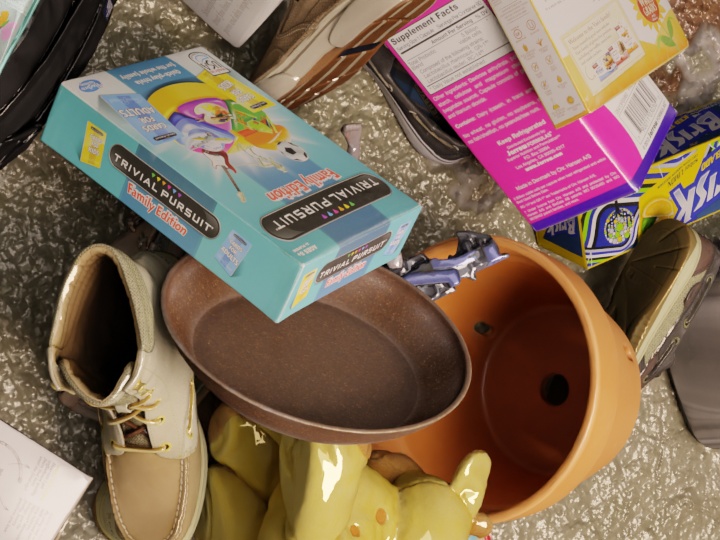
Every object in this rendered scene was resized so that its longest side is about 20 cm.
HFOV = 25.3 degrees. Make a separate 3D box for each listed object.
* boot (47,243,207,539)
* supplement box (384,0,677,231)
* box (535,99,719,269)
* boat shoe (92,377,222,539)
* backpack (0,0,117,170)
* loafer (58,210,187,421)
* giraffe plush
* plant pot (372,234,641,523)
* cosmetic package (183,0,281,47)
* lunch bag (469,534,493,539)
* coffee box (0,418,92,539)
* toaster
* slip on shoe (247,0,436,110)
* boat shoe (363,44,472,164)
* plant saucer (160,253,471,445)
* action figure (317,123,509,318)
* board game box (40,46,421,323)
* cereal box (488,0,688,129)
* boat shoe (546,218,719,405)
[{"bbox_3d":[-0.145,0.085,1.002,0.072,0.155,0.202,-1,88,6],"label":"boot"},{"bbox_3d":[0.120,-0.144,1.153,0.200,0.103,0.101,51,46,-18],"label":"supplement box"},{"bbox_3d":[0.235,-0.072,1.278,0.199,0.070,0.065,-23,117,-23],"label":"box"},{"bbox_3d":[-0.101,0.119,1.130,0.073,0.063,0.200,47,71,-16],"label":"boat shoe"},{"bbox_3d":[-0.241,-0.165,1.014,0.152,0.176,0.201,19,82,-6],"label":"backpack"},{"bbox_3d":[-0.153,0.008,1.109,0.062,0.072,0.201,16,85,-16],"label":"loafer"},{"bbox_3d":[0.002,0.161,1.056,0.161,0.173,0.201,5,48,-34],"label":"giraffe plush"},{"bbox_3d":[0.112,0.083,1.163,0.140,0.199,0.202,13,83,-55],"label":"plant pot"},{"bbox_3d":[-0.067,-0.293,1.084,0.165,0.165,0.200,41,74,-6],"label":"cosmetic package"},{"bbox_3d":[-0.003,0.229,1.168,0.199,0.082,0.177,9,81,-22],"label":"lunch bag"},{"bbox_3d":[-0.283,0.109,1.020,0.200,0.113,0.080,36,76,-19],"label":"coffee box"},{"bbox_3d":[0.319,0.051,1.288,0.113,0.129,0.201,-18,96,-24],"label":"toaster"},{"bbox_3d":[-0.027,-0.167,1.108,0.076,0.200,0.061,-21,81,-42],"label":"slip on shoe"},{"bbox_3d":[0.030,-0.165,1.194,0.070,0.066,0.201,-37,104,-21],"label":"boat shoe"},{"bbox_3d":[-0.030,0.048,0.999,0.199,0.201,0.037,4,123,-24],"label":"plant saucer"},{"bbox_3d":[0.000,0.000,1.130,0.199,0.105,0.195,-17,82,0],"label":"action figure"},{"bbox_3d":[-0.080,-0.063,1.033,0.200,0.047,0.151,36,31,16],"label":"board game box"},{"bbox_3d":[0.135,-0.213,1.093,0.144,0.039,0.201,-33,97,-42],"label":"cereal box"},{"bbox_3d":[0.215,0.058,1.248,0.066,0.072,0.202,21,105,-31],"label":"boat shoe"}]
